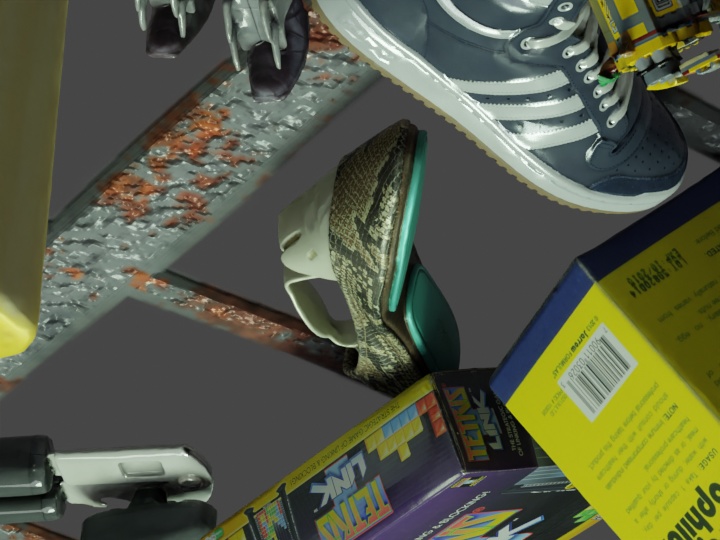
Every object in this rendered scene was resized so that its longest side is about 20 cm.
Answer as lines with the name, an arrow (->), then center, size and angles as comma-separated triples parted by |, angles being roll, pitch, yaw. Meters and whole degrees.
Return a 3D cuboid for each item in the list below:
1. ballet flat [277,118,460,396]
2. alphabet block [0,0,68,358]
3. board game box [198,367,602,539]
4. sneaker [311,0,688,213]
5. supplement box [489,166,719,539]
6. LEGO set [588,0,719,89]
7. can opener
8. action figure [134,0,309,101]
ballet flat -> 0.000, 0.000, 1.300 | 0.075, 0.068, 0.200 | 5, 150, 10
alphabet block -> -0.239, -0.075, 1.075 | 0.196, 0.200, 0.195 | -17, 141, 25
board game box -> 0.044, 0.112, 1.413 | 0.165, 0.057, 0.200 | -3, 155, -41
sneaker -> 0.085, -0.095, 1.149 | 0.200, 0.070, 0.108 | 30, 138, -31
supplement box -> 0.173, 0.073, 1.260 | 0.109, 0.200, 0.110 | -30, 162, -35
LEGO set -> 0.193, -0.093, 1.067 | 0.200, 0.116, 0.154 | -25, 175, 21
can opener -> -0.172, 0.122, 1.474 | 0.200, 0.067, 0.053 | -5, 144, 8
action figure -> -0.063, -0.159, 1.057 | 0.130, 0.069, 0.200 | 10, 141, 20
